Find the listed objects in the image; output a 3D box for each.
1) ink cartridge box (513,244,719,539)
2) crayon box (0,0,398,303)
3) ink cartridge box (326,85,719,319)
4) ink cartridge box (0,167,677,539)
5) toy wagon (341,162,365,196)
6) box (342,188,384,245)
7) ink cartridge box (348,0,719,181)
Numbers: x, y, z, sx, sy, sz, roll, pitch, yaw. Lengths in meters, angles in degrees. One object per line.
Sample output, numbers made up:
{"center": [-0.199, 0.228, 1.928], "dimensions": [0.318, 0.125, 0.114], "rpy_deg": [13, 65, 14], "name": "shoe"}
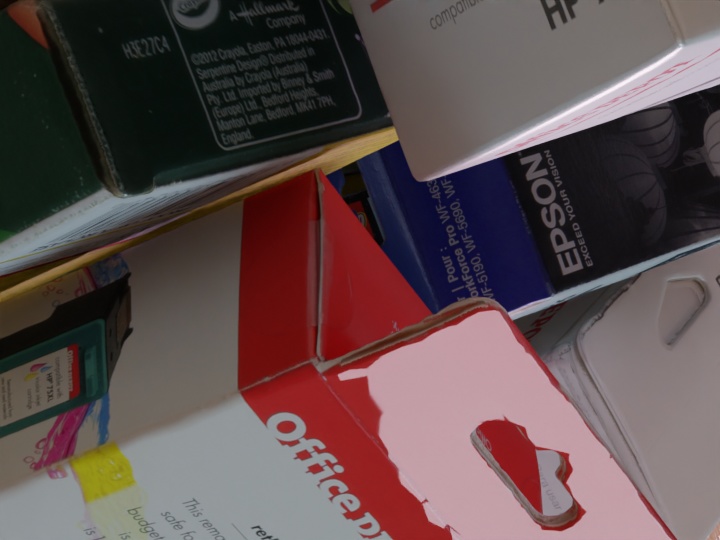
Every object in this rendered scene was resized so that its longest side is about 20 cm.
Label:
{"center": [0.037, 0.061, 0.902], "dimensions": [0.200, 0.085, 0.146], "rpy_deg": [-25, -171, 35], "name": "ink cartridge box"}
{"center": [-0.088, -0.019, 0.665], "dimensions": [0.200, 0.051, 0.127], "rpy_deg": [-25, 176, 41], "name": "crayon box"}
{"center": [0.071, -0.047, 0.790], "dimensions": [0.200, 0.100, 0.039], "rpy_deg": [-20, 177, -35], "name": "ink cartridge box"}
{"center": [-0.032, 0.053, 0.656], "dimensions": [0.200, 0.067, 0.116], "rpy_deg": [-22, 132, 20], "name": "ink cartridge box"}
{"center": [-0.017, -0.035, 0.961], "dimensions": [0.155, 0.040, 0.200], "rpy_deg": [-23, 176, 36], "name": "toy wagon"}
{"center": [0.000, 0.000, 0.958], "dimensions": [0.136, 0.038, 0.200], "rpy_deg": [-19, 177, -32], "name": "box"}
{"center": [0.073, -0.077, 0.585], "dimensions": [0.200, 0.067, 0.116], "rpy_deg": [-19, 177, -29], "name": "ink cartridge box"}
